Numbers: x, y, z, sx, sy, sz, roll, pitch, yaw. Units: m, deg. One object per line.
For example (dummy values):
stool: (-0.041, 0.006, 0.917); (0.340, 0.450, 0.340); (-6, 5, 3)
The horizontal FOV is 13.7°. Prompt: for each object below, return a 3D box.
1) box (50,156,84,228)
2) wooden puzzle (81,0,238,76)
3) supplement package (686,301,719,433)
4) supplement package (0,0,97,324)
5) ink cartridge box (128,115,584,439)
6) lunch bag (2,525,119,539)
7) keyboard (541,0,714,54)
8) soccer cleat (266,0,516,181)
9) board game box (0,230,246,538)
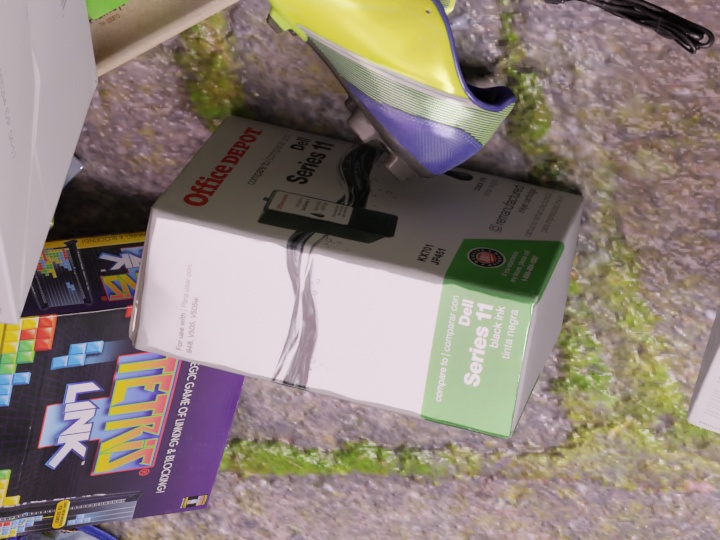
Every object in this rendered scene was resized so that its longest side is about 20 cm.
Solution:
box: (-0.259, -0.019, 1.615); (0.200, 0.048, 0.122); (-43, 110, 14)
wooden puzzle: (-0.173, -0.161, 1.361); (0.185, 0.046, 0.200); (-24, 121, 37)
supplement package: (0.238, 0.000, 1.422); (0.109, 0.114, 0.200); (18, 150, 4)
supplement package: (-0.192, -0.104, 1.281); (0.111, 0.156, 0.200); (6, 139, 8)
ink cartridge box: (0.000, 0.000, 1.514); (0.200, 0.147, 0.083); (13, 115, 9)
lunch bag: (-0.174, 0.260, 1.868); (0.200, 0.124, 0.170); (42, 134, -1)
keyboard: (0.121, -0.155, 1.366); (0.200, 0.021, 0.127); (25, 141, 30)
soccer cleat: (-0.001, -0.134, 1.468); (0.084, 0.065, 0.200); (-36, 112, 9)
board game box: (-0.151, 0.065, 1.653); (0.165, 0.057, 0.200); (-6, 141, -20)
